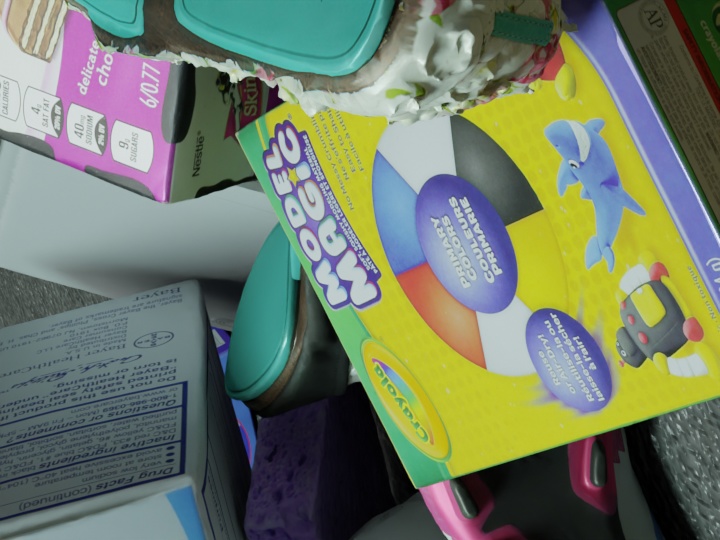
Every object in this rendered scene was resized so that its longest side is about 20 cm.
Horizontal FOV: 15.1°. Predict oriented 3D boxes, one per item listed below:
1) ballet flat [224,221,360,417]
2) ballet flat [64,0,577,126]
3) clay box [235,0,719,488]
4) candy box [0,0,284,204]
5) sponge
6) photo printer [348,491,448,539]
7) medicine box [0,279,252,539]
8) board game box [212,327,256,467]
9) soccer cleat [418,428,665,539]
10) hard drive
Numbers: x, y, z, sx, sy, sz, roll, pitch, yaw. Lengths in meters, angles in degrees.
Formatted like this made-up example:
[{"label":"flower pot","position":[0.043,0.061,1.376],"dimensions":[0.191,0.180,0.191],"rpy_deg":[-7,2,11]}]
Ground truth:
[{"label":"ballet flat","position":[0.000,0.000,0.885],"dimensions":[0.200,0.068,0.068],"rpy_deg":[112,166,-63]},{"label":"ballet flat","position":[-0.023,-0.078,0.658],"dimensions":[0.200,0.064,0.076],"rpy_deg":[35,111,48]},{"label":"clay box","position":[0.040,-0.012,0.706],"dimensions":[0.200,0.047,0.115],"rpy_deg":[-26,92,57]},{"label":"candy box","position":[-0.107,-0.116,0.822],"dimensions":[0.199,0.061,0.137],"rpy_deg":[21,113,33]},{"label":"sponge","position":[-0.008,0.108,1.047],"dimensions":[0.201,0.030,0.112],"rpy_deg":[74,-165,-49]},{"label":"photo printer","position":[0.047,0.169,0.903],"dimensions":[0.167,0.069,0.200],"rpy_deg":[57,-168,-11]},{"label":"medicine box","position":[-0.083,0.128,0.983],"dimensions":[0.200,0.102,0.183],"rpy_deg":[-97,-7,-71]},{"label":"board game box","position":[-0.143,0.112,1.279],"dimensions":[0.045,0.199,0.135],"rpy_deg":[48,159,40]},{"label":"soccer cleat","position":[0.059,0.084,0.849],"dimensions":[0.201,0.070,0.086],"rpy_deg":[65,170,-2]},{"label":"hard drive","position":[-0.074,-0.021,1.016],"dimensions":[0.200,0.131,0.026],"rpy_deg":[130,154,-72]}]
